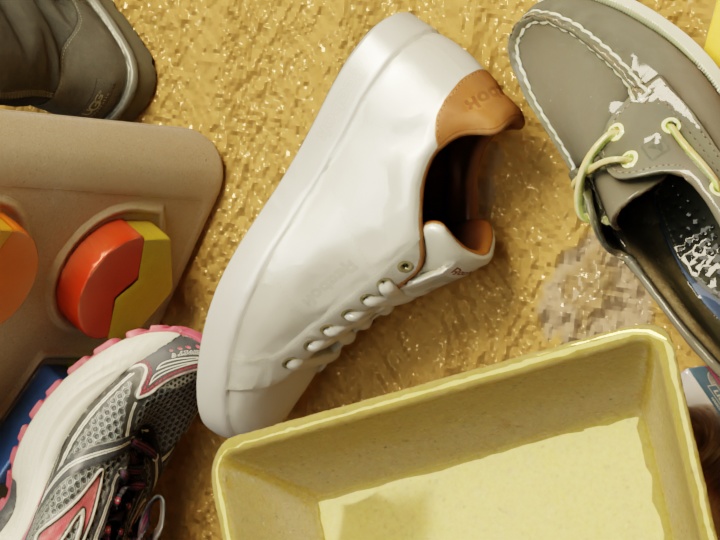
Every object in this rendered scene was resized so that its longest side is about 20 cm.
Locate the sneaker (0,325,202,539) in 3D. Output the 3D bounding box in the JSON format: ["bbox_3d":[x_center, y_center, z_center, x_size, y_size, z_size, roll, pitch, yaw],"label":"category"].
[{"bbox_3d":[-0.118,0.115,1.212,0.075,0.081,0.200,30,86,30],"label":"sneaker"}]

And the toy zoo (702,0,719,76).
[{"bbox_3d":[0.210,-0.093,1.053,0.200,0.020,0.132,33,109,28],"label":"toy zoo"}]

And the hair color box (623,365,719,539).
[{"bbox_3d":[0.098,0.133,1.111,0.200,0.060,0.100,-43,70,26],"label":"hair color box"}]

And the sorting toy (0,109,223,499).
[{"bbox_3d":[-0.149,0.031,1.195,0.036,0.185,0.201,32,108,35],"label":"sorting toy"}]

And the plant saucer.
[{"bbox_3d":[0.055,0.141,1.060,0.199,0.048,0.201,-16,78,24],"label":"plant saucer"}]

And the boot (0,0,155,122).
[{"bbox_3d":[-0.193,-0.128,1.210,0.182,0.200,0.073,43,112,24],"label":"boot"}]

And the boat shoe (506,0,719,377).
[{"bbox_3d":[0.120,-0.031,1.077,0.202,0.060,0.072,51,139,19],"label":"boat shoe"}]

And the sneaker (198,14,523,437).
[{"bbox_3d":[0.000,0.000,1.155,0.085,0.073,0.201,36,114,20],"label":"sneaker"}]
